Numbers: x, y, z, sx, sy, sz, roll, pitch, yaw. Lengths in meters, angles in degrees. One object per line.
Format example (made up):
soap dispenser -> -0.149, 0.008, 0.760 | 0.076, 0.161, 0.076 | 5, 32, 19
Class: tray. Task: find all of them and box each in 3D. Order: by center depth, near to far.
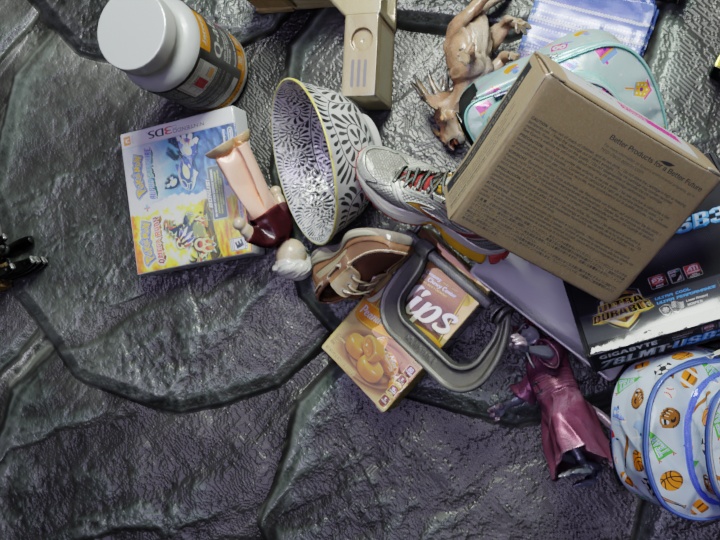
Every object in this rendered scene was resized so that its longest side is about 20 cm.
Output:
tray -> 0.232, 0.032, 0.896 | 0.199, 0.022, 0.107 | 39, 64, 15

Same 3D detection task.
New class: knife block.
knife block -> -0.571, 0.005, 1.164 | 0.200, 0.174, 0.065 | -31, 74, 60

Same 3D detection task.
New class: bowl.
bowl -> -0.031, -0.139, 0.947 | 0.093, 0.201, 0.203 | -15, 83, -22

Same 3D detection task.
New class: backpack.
backpack -> 0.356, 0.166, 0.783 | 0.188, 0.154, 0.203 | -7, 86, -7
backpack -> 0.223, -0.154, 0.829 | 0.198, 0.154, 0.177 | -28, 109, 8

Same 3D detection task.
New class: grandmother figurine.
grandmother figurine -> -0.123, -0.074, 0.987 | 0.060, 0.121, 0.201 | -19, 106, 41

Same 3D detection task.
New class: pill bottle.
pill bottle -> -0.234, -0.276, 0.980 | 0.115, 0.200, 0.118 | 0, 89, 17

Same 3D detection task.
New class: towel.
towel -> 0.251, -0.237, 0.915 | 0.143, 0.024, 0.202 | 21, 95, 18

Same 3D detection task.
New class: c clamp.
c clamp -> 0.100, 0.030, 0.879 | 0.171, 0.027, 0.200 | -49, 59, 14

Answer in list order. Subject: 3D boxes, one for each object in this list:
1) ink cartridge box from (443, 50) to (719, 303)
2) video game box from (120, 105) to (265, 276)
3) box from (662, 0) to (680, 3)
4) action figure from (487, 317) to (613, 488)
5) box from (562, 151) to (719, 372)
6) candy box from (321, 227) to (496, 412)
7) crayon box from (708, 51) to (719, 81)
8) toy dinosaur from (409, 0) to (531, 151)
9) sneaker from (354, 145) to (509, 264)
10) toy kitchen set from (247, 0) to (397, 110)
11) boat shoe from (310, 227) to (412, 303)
ink cartridge box -> 0.204, -0.083, 0.735 | 0.198, 0.075, 0.165 | 26, 119, -14
video game box -> -0.232, -0.106, 1.058 | 0.180, 0.047, 0.203 | -11, 85, 20
box -> 0.295, -0.413, 0.892 | 0.198, 0.049, 0.161 | 19, 93, 18
action figure -> 0.227, 0.134, 0.871 | 0.147, 0.134, 0.202 | -6, 60, -13
box -> 0.316, -0.011, 0.828 | 0.198, 0.050, 0.200 | -18, 53, 16
candy box -> 0.059, 0.061, 0.952 | 0.115, 0.055, 0.200 | 43, 102, 16
crayon box -> 0.482, -0.281, 0.826 | 0.126, 0.051, 0.202 | 28, 98, 16
toy dinosaur -> 0.126, -0.262, 0.932 | 0.085, 0.135, 0.202 | 24, 71, -23
sneaker -> 0.086, -0.088, 0.846 | 0.198, 0.082, 0.078 | 27, 64, 8
toy kitchen set -> -0.072, -0.304, 0.948 | 0.198, 0.163, 0.183 | 3, 90, 18
boat shoe -> 0.000, 0.000, 0.919 | 0.075, 0.200, 0.073 | 10, 74, -23
